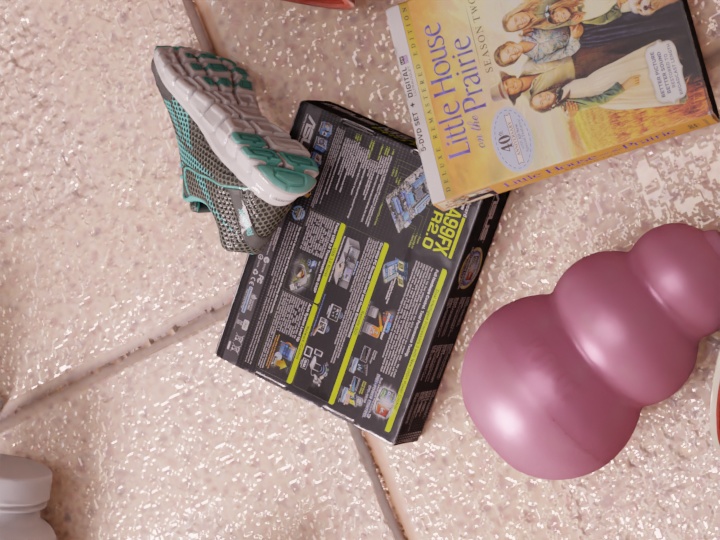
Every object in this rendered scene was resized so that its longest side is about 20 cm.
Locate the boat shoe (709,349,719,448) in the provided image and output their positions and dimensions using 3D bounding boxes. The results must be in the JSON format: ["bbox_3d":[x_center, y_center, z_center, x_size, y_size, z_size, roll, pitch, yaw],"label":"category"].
[{"bbox_3d":[0.273,0.023,1.437,0.062,0.071,0.201,16,94,17],"label":"boat shoe"}]

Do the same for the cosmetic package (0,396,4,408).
[{"bbox_3d":[-0.388,0.069,1.752,0.200,0.107,0.085,43,110,21],"label":"cosmetic package"}]

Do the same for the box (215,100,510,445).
[{"bbox_3d":[0.000,0.000,1.587,0.160,0.044,0.201,24,102,24],"label":"box"}]

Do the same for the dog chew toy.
[{"bbox_3d":[0.163,0.046,1.467,0.200,0.124,0.125,-40,74,14],"label":"dog chew toy"}]

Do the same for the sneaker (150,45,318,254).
[{"bbox_3d":[-0.107,-0.087,1.599,0.200,0.077,0.091,55,128,44],"label":"sneaker"}]

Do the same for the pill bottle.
[{"bbox_3d":[-0.289,0.245,1.707,0.108,0.109,0.201,13,97,26],"label":"pill bottle"}]

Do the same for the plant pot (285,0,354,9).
[{"bbox_3d":[-0.074,-0.302,1.543,0.200,0.201,0.196,16,91,26],"label":"plant pot"}]

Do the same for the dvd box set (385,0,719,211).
[{"bbox_3d":[0.126,-0.138,1.499,0.199,0.029,0.147,-17,76,17],"label":"dvd box set"}]
